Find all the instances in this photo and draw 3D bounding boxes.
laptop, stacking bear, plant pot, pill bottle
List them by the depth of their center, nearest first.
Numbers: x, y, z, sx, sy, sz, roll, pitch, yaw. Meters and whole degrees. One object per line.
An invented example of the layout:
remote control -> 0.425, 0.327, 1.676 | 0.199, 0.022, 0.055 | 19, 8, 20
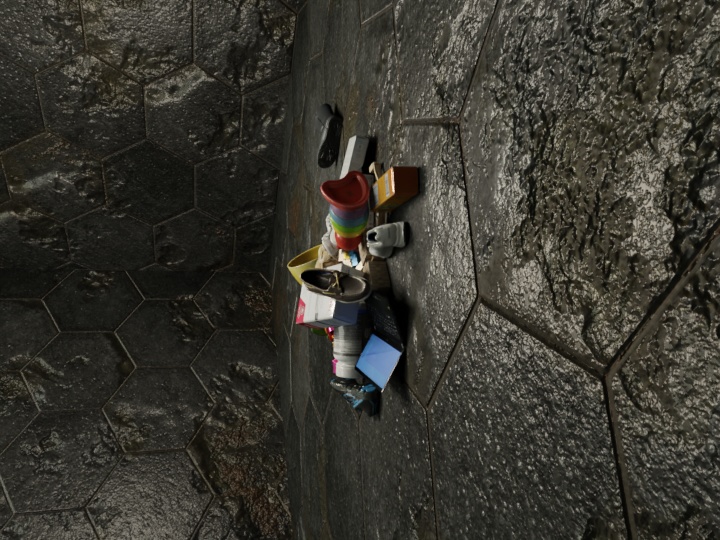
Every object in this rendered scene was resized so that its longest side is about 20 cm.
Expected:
laptop -> 0.026, 0.161, 1.376 | 0.176, 0.101, 0.205 | 23, 136, 64
stacking bear -> -0.031, -0.135, 1.453 | 0.115, 0.119, 0.203 | 54, 157, 31
pill bottle -> -0.022, 0.196, 1.589 | 0.114, 0.110, 0.207 | -178, 89, -74
plant pot -> -0.137, 0.006, 1.945 | 0.145, 0.196, 0.200 | 66, 170, -15

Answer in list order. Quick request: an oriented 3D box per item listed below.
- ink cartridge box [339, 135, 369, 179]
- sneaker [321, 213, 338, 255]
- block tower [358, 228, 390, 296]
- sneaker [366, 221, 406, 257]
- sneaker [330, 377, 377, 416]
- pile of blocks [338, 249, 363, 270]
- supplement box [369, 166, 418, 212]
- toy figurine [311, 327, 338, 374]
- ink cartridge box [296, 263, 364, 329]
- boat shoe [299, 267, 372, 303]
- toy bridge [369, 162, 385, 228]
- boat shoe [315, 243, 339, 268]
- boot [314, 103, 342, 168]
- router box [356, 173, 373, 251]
ink cartridge box -> -0.027, -0.292, 1.662 | 0.160, 0.046, 0.206 | -128, 50, -77
sneaker -> -0.060, -0.123, 1.665 | 0.080, 0.075, 0.202 | -29, 29, 21
block tower -> 0.036, -0.017, 1.498 | 0.055, 0.056, 0.204 | 111, 157, -51
sneaker -> 0.049, -0.080, 1.392 | 0.200, 0.084, 0.077 | 139, 129, -71
sneaker -> -0.022, 0.354, 1.584 | 0.198, 0.072, 0.085 | 8, 108, 56
pile of blocks -> 0.000, 0.000, 1.610 | 0.082, 0.061, 0.203 | -47, 48, 29
supplement box -> 0.076, -0.191, 1.340 | 0.200, 0.064, 0.071 | 163, 103, -75
toy figurine -> -0.056, 0.250, 1.729 | 0.201, 0.146, 0.188 | 75, 176, -60
ink cartridge box -> -0.084, 0.075, 1.521 | 0.198, 0.082, 0.150 | -14, 62, 53
boat shoe -> -0.064, 0.033, 1.392 | 0.195, 0.059, 0.074 | 9, 73, 33
toy bridge -> 0.051, -0.196, 1.501 | 0.067, 0.026, 0.206 | 136, 132, -67
boat shoe -> -0.097, -0.034, 1.727 | 0.065, 0.070, 0.203 | -56, 26, 32
boot -> -0.130, -0.504, 2.090 | 0.169, 0.074, 0.205 | -121, 41, -56
router box -> -0.007, -0.166, 1.672 | 0.179, 0.047, 0.207 | 164, 106, -74
